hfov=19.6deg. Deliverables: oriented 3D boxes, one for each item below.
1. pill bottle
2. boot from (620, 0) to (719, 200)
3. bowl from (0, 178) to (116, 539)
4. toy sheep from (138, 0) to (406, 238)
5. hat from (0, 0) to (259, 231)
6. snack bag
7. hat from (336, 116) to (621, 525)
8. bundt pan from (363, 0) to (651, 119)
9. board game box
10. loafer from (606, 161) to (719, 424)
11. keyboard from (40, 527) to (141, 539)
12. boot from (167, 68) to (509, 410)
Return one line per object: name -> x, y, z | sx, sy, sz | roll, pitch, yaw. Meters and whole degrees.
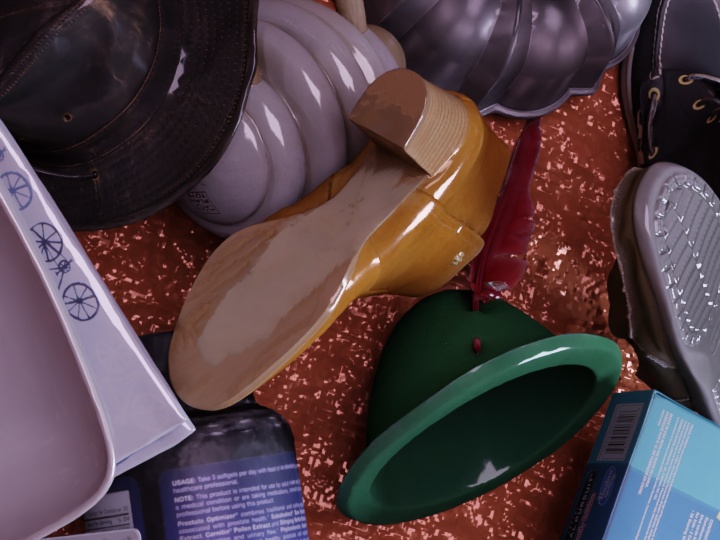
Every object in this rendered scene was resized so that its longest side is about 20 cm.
pill bottle -> -0.082, 0.132, 1.049 | 0.112, 0.112, 0.200 | -6, 84, -21
boot -> 0.208, -0.085, 1.173 | 0.073, 0.151, 0.200 | 11, 77, -19
bowl -> -0.223, 0.043, 0.946 | 0.200, 0.075, 0.200 | -24, 98, 5
toy sheep -> -0.046, -0.082, 1.084 | 0.200, 0.138, 0.138 | -29, 92, -40
hat -> -0.149, -0.113, 1.015 | 0.081, 0.200, 0.201 | 33, 66, -53
snack bag -> -0.208, 0.045, 1.002 | 0.200, 0.021, 0.189 | -31, 94, 15
hat -> 0.033, 0.021, 1.131 | 0.200, 0.166, 0.176 | 5, 48, -53
bundt pan -> 0.084, -0.190, 1.173 | 0.202, 0.076, 0.202 | 3, 79, -15
board game box -> 0.202, 0.174, 1.130 | 0.200, 0.047, 0.151 | 27, 75, -20
loafer -> 0.159, 0.015, 1.121 | 0.075, 0.070, 0.200 | -60, 147, -28
keyboard -> -0.200, 0.163, 1.004 | 0.200, 0.011, 0.056 | -7, 84, 7
boot -> 0.000, -0.001, 1.040 | 0.071, 0.144, 0.201 | 37, 90, 27
